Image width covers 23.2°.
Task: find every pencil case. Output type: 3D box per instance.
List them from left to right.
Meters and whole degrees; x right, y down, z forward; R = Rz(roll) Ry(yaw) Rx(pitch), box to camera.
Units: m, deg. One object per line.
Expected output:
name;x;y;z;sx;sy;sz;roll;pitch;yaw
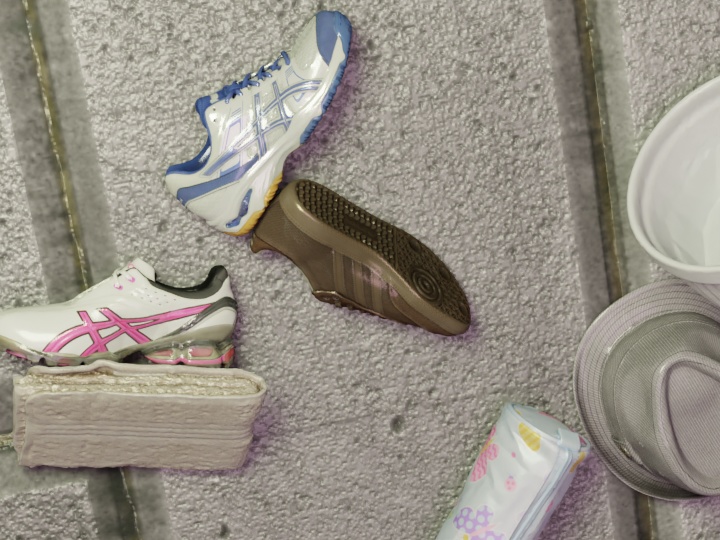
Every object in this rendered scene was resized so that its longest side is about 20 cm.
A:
pencil case;0.117;0.211;1.488;0.083;0.091;0.200;25;98;-12

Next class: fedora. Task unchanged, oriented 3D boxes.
fedora;0.281;0.114;1.487;0.177;0.090;0.200;-28;105;-1

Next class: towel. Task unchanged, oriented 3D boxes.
towel;-0.182;0.120;1.419;0.200;0.035;0.133;3;147;-11

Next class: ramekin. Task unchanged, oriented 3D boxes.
ramekin;0.324;-0.057;1.403;0.200;0.200;0.105;-44;130;3

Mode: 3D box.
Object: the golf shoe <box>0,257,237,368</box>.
golf shoe;-0.199;0.034;1.416;0.200;0.073;0.092;0;98;-17

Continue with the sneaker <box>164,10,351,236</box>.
sneaker;-0.082;-0.127;1.390;0.088;0.075;0.200;30;97;-13

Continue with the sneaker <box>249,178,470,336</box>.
sneaker;0.000;0.000;1.445;0.200;0.071;0.076;36;125;-20
